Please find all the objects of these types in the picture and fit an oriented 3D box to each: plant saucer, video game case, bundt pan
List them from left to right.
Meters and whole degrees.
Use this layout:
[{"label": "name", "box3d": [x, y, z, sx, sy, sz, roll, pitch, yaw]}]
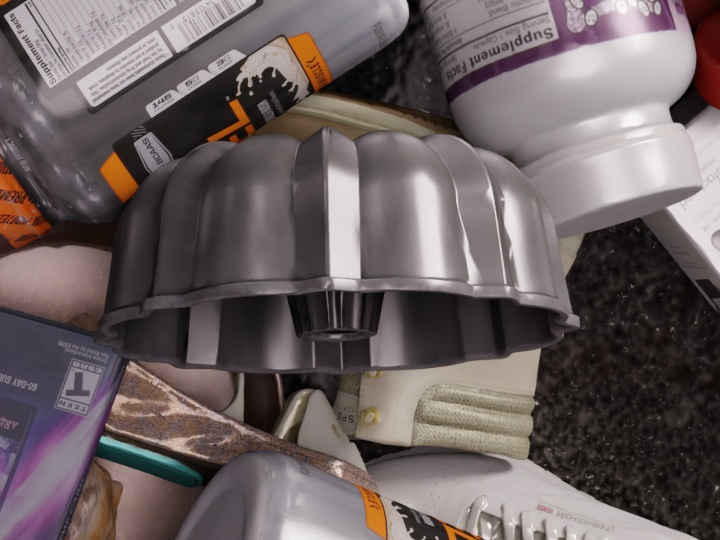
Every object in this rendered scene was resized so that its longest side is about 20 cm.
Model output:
[{"label": "video game case", "box3d": [-0.197, 0.105, 1.218, 0.142, 0.019, 0.200, 15, 71, 12]}, {"label": "plant saucer", "box3d": [-0.135, 0.069, 1.309, 0.200, 0.034, 0.201, 0, 92, -7]}, {"label": "bundt pan", "box3d": [-0.011, -0.009, 1.180, 0.201, 0.202, 0.076, -1, 79, -8]}]

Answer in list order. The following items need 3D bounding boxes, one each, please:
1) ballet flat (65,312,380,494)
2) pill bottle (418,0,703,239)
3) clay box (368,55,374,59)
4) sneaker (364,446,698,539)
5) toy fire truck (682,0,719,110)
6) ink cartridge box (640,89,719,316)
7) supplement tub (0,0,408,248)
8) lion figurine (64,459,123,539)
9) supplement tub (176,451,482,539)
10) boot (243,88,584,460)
[{"label": "ballet flat", "box3d": [-0.052, 0.075, 1.274, 0.200, 0.068, 0.067, 26, 73, -11]}, {"label": "pill bottle", "box3d": [0.083, -0.119, 1.245, 0.112, 0.112, 0.201, -16, 84, -7]}, {"label": "clay box", "box3d": [-0.087, -0.163, 1.299, 0.199, 0.048, 0.115, 6, 92, -9]}, {"label": "sneaker", "box3d": [0.086, 0.130, 1.319, 0.199, 0.081, 0.077, 14, 92, -7]}, {"label": "toy fire truck", "box3d": [0.211, -0.164, 1.278, 0.167, 0.200, 0.112, -14, 129, -12]}, {"label": "ink cartridge box", "box3d": [0.225, -0.007, 1.338, 0.116, 0.067, 0.200, -41, 97, -5]}, {"label": "supplement tub", "box3d": [-0.090, -0.102, 1.219, 0.200, 0.123, 0.123, -33, 96, 0]}, {"label": "lion figurine", "box3d": [-0.211, 0.122, 1.251, 0.199, 0.072, 0.123, 14, 82, -3]}, {"label": "supplement tub", "box3d": [0.019, 0.164, 1.178, 0.200, 0.123, 0.123, 24, 89, -19]}, {"label": "boot", "box3d": [0.000, 0.000, 1.308, 0.199, 0.072, 0.155, 14, 93, -9]}]
